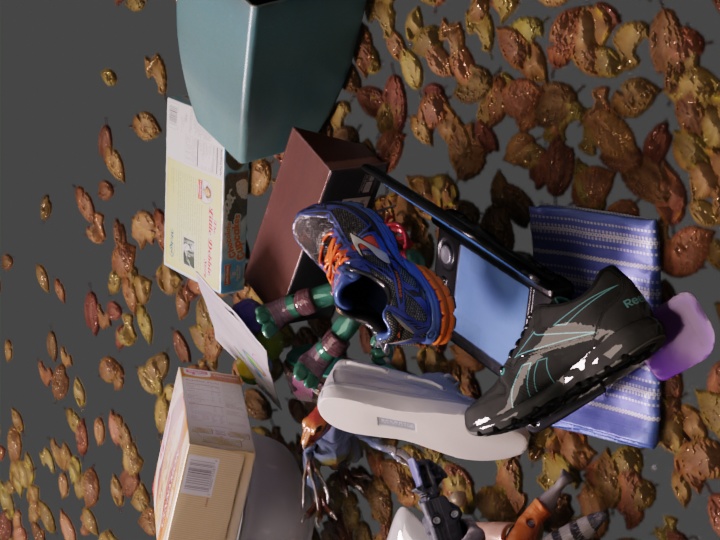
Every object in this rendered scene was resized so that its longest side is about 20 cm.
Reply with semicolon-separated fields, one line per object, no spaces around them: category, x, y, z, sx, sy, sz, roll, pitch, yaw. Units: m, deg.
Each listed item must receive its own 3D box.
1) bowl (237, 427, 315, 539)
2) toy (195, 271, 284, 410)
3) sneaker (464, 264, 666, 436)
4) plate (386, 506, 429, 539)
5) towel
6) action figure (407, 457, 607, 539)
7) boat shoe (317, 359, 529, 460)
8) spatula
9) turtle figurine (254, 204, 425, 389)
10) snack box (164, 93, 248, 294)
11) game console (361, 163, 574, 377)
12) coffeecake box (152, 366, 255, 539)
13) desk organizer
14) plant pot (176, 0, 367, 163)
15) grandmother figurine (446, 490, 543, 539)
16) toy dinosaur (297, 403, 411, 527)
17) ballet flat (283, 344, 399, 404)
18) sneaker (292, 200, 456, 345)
bowl;-0.103;0.269;1.819;0.201;0.090;0.202;-169;90;-77
toy;-0.115;0.068;1.786;0.115;0.047;0.200;46;163;17
sneaker;0.161;0.072;1.407;0.200;0.075;0.080;-35;73;28
plate;0.076;0.353;1.637;0.200;0.032;0.200;45;143;20
towel;0.200;0.047;1.462;0.144;0.024;0.201;11;108;49
action figure;0.114;0.241;1.484;0.201;0.193;0.105;63;170;7
boat shoe;0.062;0.125;1.582;0.199;0.069;0.072;7;141;14
spatula;0.212;0.088;1.423;0.200;0.021;0.057;-37;77;36
turtle figurine;-0.002;0.026;1.645;0.200;0.100;0.150;-36;74;31
snack box;-0.172;-0.086;1.883;0.116;0.037;0.201;25;118;46
game console;0.085;0.011;1.499;0.200;0.116;0.177;37;128;53
coffeecake box;-0.168;0.213;1.781;0.200;0.073;0.154;-114;36;-69
desk organizer;-0.049;-0.047;1.714;0.077;0.071;0.201;50;134;35
plant pot;-0.097;-0.219;1.676;0.141;0.141;0.201;43;137;37
grandmother figurine;0.098;0.272;1.627;0.200;0.060;0.122;-5;82;55
toy dinosaur;-0.044;0.173;1.689;0.200;0.105;0.182;38;149;41
ballet flat;-0.008;0.126;1.721;0.200;0.069;0.071;13;128;54
sneaker;0.000;0.000;1.519;0.200;0.078;0.076;38;127;38
